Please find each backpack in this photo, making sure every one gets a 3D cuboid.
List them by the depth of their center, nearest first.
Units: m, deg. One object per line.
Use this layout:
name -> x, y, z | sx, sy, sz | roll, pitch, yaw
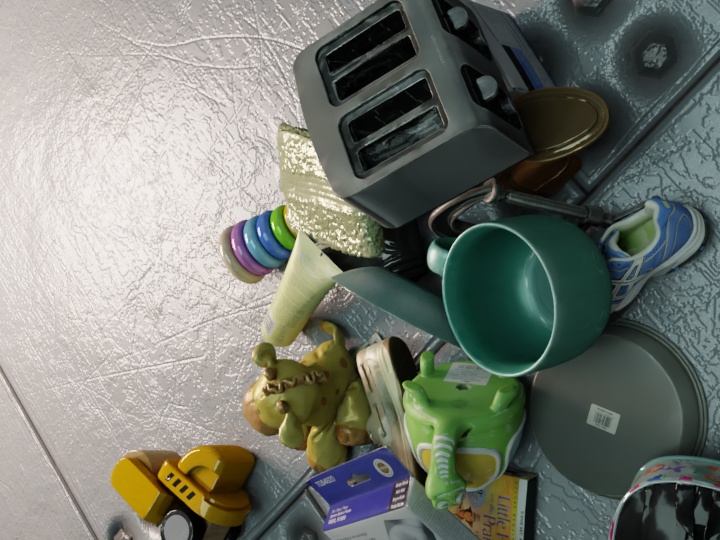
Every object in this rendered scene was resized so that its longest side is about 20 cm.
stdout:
backpack -> 0.330, 0.282, 0.949 | 0.177, 0.150, 0.201 | 7, 107, 27

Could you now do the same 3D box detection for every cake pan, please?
cake pan -> 0.268, 0.153, 1.056 | 0.200, 0.037, 0.201 | 3, 96, 36

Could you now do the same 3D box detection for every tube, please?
tube -> -0.077, 0.030, 1.244 | 0.200, 0.058, 0.052 | 120, 155, -52

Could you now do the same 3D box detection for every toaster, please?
toaster -> 0.042, -0.156, 0.950 | 0.200, 0.119, 0.181 | -27, 65, 22

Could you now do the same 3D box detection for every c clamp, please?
c clamp -> 0.179, -0.061, 1.025 | 0.171, 0.199, 0.027 | 136, 137, -59

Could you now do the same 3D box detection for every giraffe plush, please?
giraffe plush -> -0.075, 0.162, 1.227 | 0.172, 0.162, 0.200 | 41, 116, 27

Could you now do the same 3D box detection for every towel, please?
towel -> -0.040, -0.093, 1.139 | 0.200, 0.036, 0.149 | 20, 124, 54

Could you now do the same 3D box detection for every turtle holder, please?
turtle holder -> 0.121, 0.179, 1.086 | 0.186, 0.140, 0.132 | -120, 24, -67

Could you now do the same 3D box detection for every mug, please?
mug -> 0.167, 0.008, 0.982 | 0.152, 0.114, 0.185 | -52, 58, 44

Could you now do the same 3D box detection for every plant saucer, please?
plant saucer -> 0.064, 0.037, 1.082 | 0.201, 0.201, 0.039 | 27, 92, 31

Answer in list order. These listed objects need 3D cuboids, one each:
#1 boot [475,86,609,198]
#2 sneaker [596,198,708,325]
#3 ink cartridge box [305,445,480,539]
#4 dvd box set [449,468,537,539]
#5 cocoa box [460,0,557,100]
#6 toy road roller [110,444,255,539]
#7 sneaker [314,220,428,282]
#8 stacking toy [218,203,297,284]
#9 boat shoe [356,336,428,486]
boot -> 0.194, -0.123, 1.015 | 0.199, 0.154, 0.074 | -13, 74, 40
sneaker -> 0.259, -0.006, 1.015 | 0.200, 0.077, 0.076 | -46, 44, 24
ink cartridge box -> 0.040, 0.305, 1.135 | 0.200, 0.041, 0.200 | 45, 143, -6
dvd box set -> 0.115, 0.299, 1.183 | 0.199, 0.029, 0.147 | 7, 98, 36
cocoa box -> 0.098, -0.184, 1.095 | 0.200, 0.131, 0.134 | -40, 71, 31
toy road roller -> -0.239, 0.295, 1.391 | 0.200, 0.123, 0.146 | 33, 97, 29
sneaker -> 0.000, 0.000, 1.219 | 0.200, 0.071, 0.100 | -25, 81, 36
stacking toy -> -0.090, -0.060, 1.279 | 0.200, 0.085, 0.086 | -30, 76, 29
boat shoe -> 0.043, 0.183, 1.175 | 0.065, 0.072, 0.201 | -24, 72, 28
